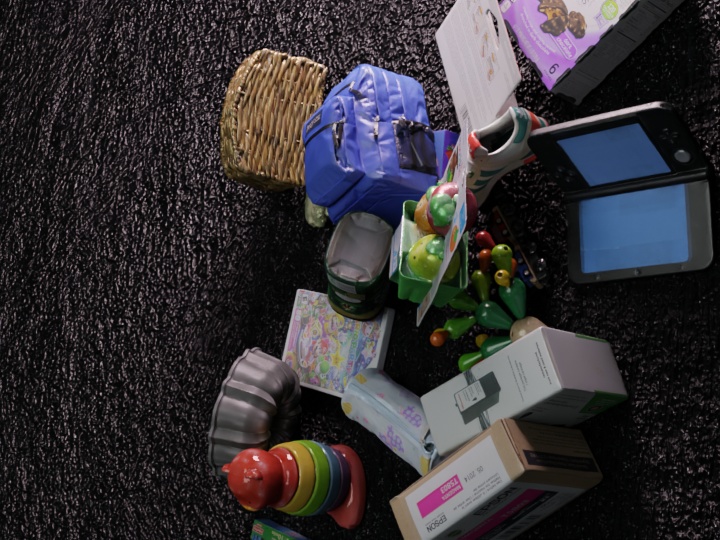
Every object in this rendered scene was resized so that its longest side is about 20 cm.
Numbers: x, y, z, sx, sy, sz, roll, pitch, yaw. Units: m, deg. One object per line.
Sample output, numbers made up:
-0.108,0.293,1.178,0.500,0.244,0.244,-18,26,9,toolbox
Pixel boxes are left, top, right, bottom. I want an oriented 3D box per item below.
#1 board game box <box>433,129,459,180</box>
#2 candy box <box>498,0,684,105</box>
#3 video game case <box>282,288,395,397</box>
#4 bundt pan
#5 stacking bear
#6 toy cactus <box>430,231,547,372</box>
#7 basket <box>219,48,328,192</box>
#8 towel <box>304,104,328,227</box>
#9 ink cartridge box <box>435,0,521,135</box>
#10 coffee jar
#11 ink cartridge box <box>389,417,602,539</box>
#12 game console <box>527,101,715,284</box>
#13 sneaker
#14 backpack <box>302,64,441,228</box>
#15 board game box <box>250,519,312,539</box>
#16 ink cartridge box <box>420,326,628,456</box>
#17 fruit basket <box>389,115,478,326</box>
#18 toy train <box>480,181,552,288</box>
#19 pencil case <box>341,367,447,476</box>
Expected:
0.054,-0.121,1.691,0.200,0.045,0.135,-3,78,44,board game box
0.290,-0.344,1.493,0.200,0.071,0.168,-46,52,27,candy box
-0.038,0.111,1.747,0.200,0.018,0.143,10,87,45,video game case
-0.144,0.217,1.719,0.076,0.202,0.202,12,89,17,bundt pan
-0.099,0.292,1.636,0.121,0.200,0.114,12,89,45,stacking bear
0.178,0.064,1.488,0.165,0.102,0.200,28,114,24,toy cactus
-0.150,-0.230,1.817,0.149,0.142,0.200,-177,97,-70,basket
-0.050,-0.163,1.763,0.148,0.036,0.200,-168,89,-78,towel
0.170,-0.285,1.568,0.176,0.045,0.200,126,136,-57,ink cartridge box
0.000,0.000,1.609,0.085,0.200,0.104,19,74,6,coffee jar
0.163,0.264,1.413,0.200,0.165,0.075,-42,54,30,ink cartridge box
0.305,-0.088,1.395,0.200,0.176,0.117,-9,46,42,game console
0.149,-0.143,1.525,0.200,0.093,0.070,-38,55,22,sneaker
0.011,-0.178,1.589,0.162,0.168,0.200,-31,52,47,backpack
-0.120,0.486,1.728,0.151,0.037,0.200,12,90,45,board game box
0.196,0.154,1.420,0.200,0.146,0.083,-35,59,35,ink cartridge box
0.095,-0.059,1.440,0.200,0.094,0.185,102,175,-49,fruit basket
0.194,-0.054,1.542,0.046,0.034,0.200,-33,57,13,toy train
0.060,0.208,1.579,0.200,0.091,0.083,34,105,44,pencil case
